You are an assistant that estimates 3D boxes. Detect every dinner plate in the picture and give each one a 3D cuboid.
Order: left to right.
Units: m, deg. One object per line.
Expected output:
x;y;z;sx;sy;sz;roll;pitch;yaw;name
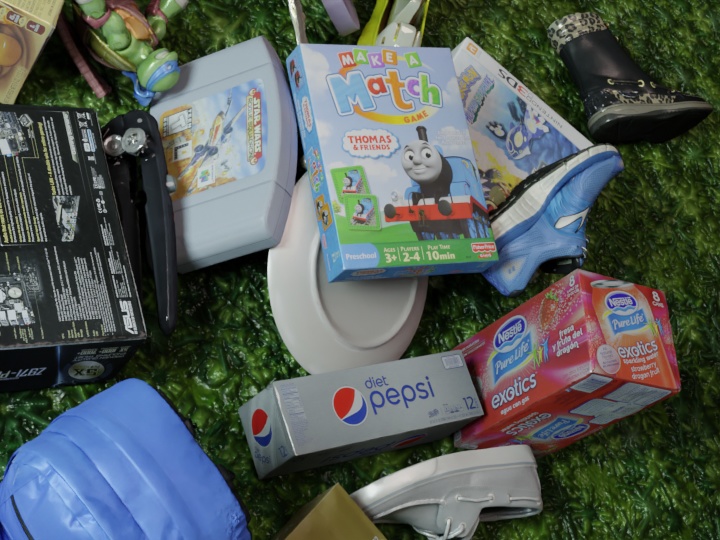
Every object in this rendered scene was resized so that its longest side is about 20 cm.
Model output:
0.000;0.000;1.041;0.199;0.024;0.202;0;90;-47;dinner plate

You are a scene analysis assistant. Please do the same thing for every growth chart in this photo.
-0.050;-0.168;1.101;0.018;0.145;0.202;-8;77;2;growth chart

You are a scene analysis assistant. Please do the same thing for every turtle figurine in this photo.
-0.201;-0.260;1.009;0.194;0.200;0.144;41;53;8;turtle figurine

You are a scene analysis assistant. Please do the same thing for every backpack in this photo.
-0.168;0.180;0.768;0.163;0.200;0.168;50;48;1;backpack

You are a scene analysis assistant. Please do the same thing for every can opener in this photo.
-0.173;-0.039;0.959;0.063;0.079;0.201;-15;64;-1;can opener

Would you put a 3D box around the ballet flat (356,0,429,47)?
0.038;-0.246;1.242;0.066;0.067;0.201;27;52;-19;ballet flat

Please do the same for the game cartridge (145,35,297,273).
-0.117;-0.102;1.016;0.041;0.132;0.202;38;40;-51;game cartridge

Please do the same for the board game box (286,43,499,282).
0.027;-0.094;1.021;0.150;0.037;0.202;-4;72;-27;board game box

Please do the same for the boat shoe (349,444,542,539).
0.077;0.197;1.017;0.199;0.072;0.069;0;63;-43;boat shoe

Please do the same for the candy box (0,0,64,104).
-0.342;-0.218;0.939;0.199;0.115;0.056;23;52;-21;candy box

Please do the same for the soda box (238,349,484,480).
0.003;0.119;1.005;0.199;0.068;0.064;-7;69;-36;soda box

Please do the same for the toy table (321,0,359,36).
-0.005;-0.349;1.203;0.184;0.116;0.201;-34;102;-80;toy table

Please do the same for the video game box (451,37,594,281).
0.129;-0.109;1.189;0.182;0.047;0.201;36;51;-8;video game box

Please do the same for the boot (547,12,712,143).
0.318;-0.230;1.418;0.202;0.073;0.155;-8;66;-38;boot

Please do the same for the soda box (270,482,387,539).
-0.067;0.248;0.883;0.064;0.068;0.200;48;48;0;soda box

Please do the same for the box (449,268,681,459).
0.170;0.088;1.047;0.099;0.200;0.096;13;59;-27;box

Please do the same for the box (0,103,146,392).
-0.266;-0.017;0.893;0.163;0.086;0.202;-3;65;-35;box

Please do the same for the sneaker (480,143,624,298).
0.179;-0.045;1.115;0.200;0.078;0.089;-39;98;-25;sneaker
